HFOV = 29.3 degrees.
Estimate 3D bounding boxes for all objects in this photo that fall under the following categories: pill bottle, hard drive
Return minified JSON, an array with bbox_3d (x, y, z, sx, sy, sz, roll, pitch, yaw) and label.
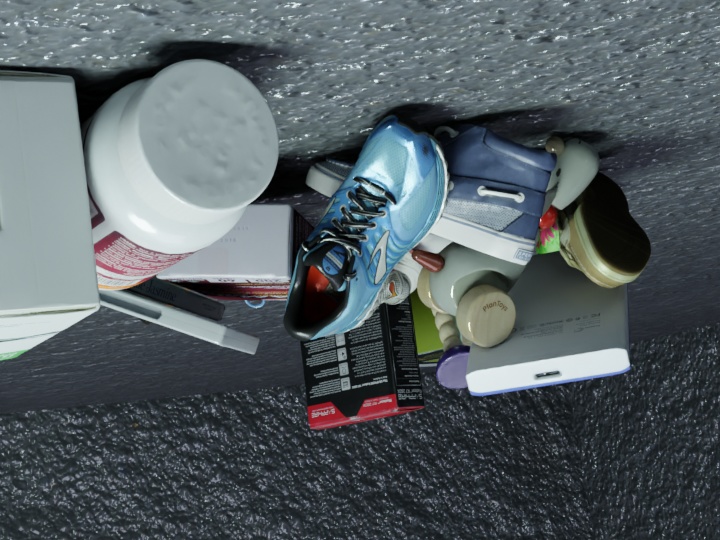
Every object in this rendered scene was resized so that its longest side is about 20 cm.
[{"bbox_3d":[-0.133,-0.058,0.870,0.109,0.111,0.200,-3,170,-30],"label":"pill bottle"},{"bbox_3d":[0.164,0.038,1.181,0.131,0.026,0.200,-11,-156,15],"label":"hard drive"}]

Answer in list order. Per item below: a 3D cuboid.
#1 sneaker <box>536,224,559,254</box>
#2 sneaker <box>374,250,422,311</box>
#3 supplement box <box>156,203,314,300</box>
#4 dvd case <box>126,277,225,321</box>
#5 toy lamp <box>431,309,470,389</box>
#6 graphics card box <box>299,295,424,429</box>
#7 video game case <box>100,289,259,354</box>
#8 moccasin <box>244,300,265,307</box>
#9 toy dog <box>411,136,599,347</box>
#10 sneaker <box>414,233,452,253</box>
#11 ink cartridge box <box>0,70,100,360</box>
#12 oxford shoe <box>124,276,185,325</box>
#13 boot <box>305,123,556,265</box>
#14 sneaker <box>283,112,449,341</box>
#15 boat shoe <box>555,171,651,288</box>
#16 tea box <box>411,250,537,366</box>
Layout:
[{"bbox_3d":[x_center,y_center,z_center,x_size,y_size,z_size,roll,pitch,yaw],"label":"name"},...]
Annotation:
[{"bbox_3d":[0.223,-0.045,1.408,0.083,0.078,0.200,-4,172,1],"label":"sneaker"},{"bbox_3d":[0.000,0.000,1.219,0.077,0.083,0.200,28,175,18],"label":"sneaker"},{"bbox_3d":[-0.094,-0.012,1.149,0.108,0.062,0.200,0,174,7],"label":"supplement box"},{"bbox_3d":[-0.225,-0.002,1.156,0.142,0.018,0.199,17,175,35],"label":"dvd case"},{"bbox_3d":[0.078,0.027,1.394,0.058,0.201,0.059,-8,133,-9],"label":"toy lamp"},{"bbox_3d":[-0.006,0.053,1.410,0.125,0.202,0.051,-17,167,40],"label":"graphics card box"},{"bbox_3d":[-0.189,0.027,1.132,0.198,0.018,0.143,18,176,8],"label":"video game case"},{"bbox_3d":[-0.102,0.005,1.389,0.068,0.081,0.200,-17,174,-21],"label":"moccasin"},{"bbox_3d":[0.110,-0.039,1.150,0.131,0.201,0.096,0,148,47],"label":"toy dog"},{"bbox_3d":[0.077,-0.049,1.280,0.088,0.075,0.199,-6,163,37],"label":"sneaker"},{"bbox_3d":[-0.236,-0.025,0.861,0.082,0.148,0.200,-4,171,-29],"label":"ink cartridge box"},{"bbox_3d":[-0.190,-0.005,1.375,0.071,0.072,0.200,-36,-179,-22],"label":"oxford shoe"},{"bbox_3d":[0.056,-0.077,1.086,0.198,0.091,0.073,20,-174,20],"label":"boot"},{"bbox_3d":[0.000,-0.022,1.027,0.078,0.201,0.090,32,-152,13],"label":"sneaker"},{"bbox_3d":[0.202,-0.030,1.205,0.073,0.063,0.201,25,-156,-14],"label":"boat shoe"},{"bbox_3d":[0.109,0.037,1.633,0.195,0.135,0.199,-14,170,37],"label":"tea box"}]
